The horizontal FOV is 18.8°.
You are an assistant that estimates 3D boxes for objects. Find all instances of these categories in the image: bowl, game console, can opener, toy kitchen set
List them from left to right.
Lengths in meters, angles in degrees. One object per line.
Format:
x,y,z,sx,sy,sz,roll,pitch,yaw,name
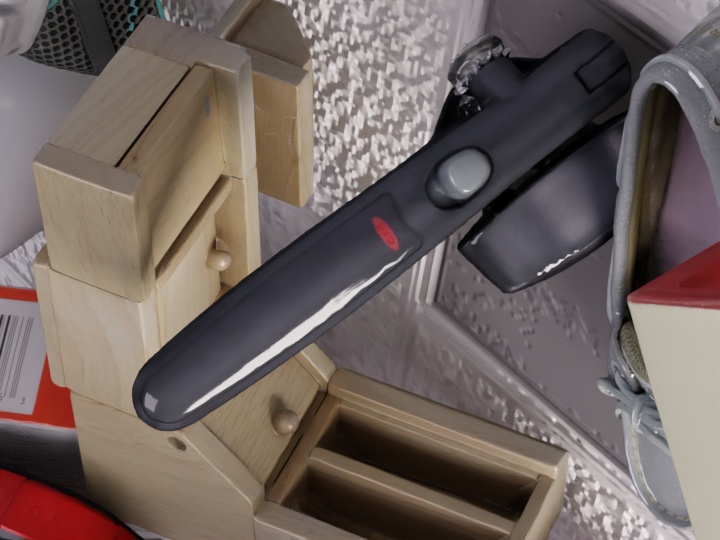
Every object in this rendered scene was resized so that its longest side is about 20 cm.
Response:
-0.164,0.109,0.932,0.199,0.031,0.177,16,161,26,game console
-0.141,-0.077,0.917,0.090,0.202,0.201,26,150,-15,bowl
0.000,0.000,0.817,0.180,0.163,0.200,20,142,16,toy kitchen set
0.010,-0.011,0.708,0.079,0.200,0.063,56,170,7,can opener

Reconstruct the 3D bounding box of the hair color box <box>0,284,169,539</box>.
-0.136,0.068,0.964,0.111,0.064,0.200,6,158,13,hair color box

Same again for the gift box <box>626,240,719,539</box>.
0.179,0.068,0.538,0.184,0.200,0.187,6,119,57,gift box

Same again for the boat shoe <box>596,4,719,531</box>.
0.108,0.008,0.705,0.074,0.065,0.202,37,139,34,boat shoe

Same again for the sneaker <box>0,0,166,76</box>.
-0.092,-0.163,0.815,0.078,0.091,0.201,4,77,56,sneaker
